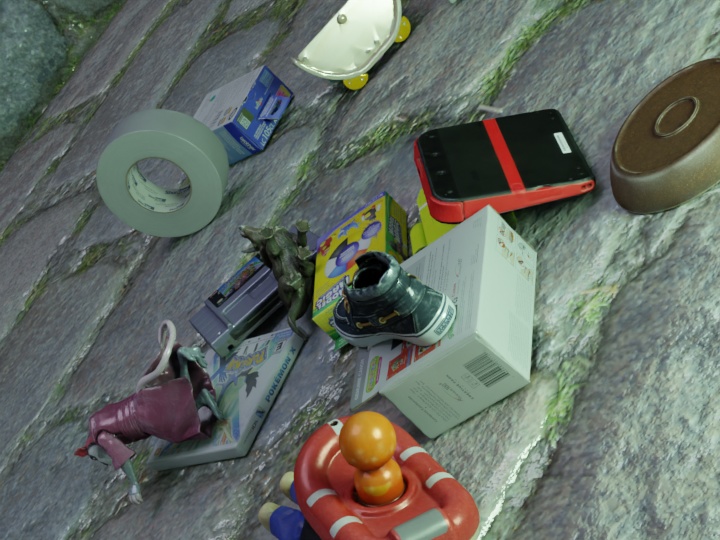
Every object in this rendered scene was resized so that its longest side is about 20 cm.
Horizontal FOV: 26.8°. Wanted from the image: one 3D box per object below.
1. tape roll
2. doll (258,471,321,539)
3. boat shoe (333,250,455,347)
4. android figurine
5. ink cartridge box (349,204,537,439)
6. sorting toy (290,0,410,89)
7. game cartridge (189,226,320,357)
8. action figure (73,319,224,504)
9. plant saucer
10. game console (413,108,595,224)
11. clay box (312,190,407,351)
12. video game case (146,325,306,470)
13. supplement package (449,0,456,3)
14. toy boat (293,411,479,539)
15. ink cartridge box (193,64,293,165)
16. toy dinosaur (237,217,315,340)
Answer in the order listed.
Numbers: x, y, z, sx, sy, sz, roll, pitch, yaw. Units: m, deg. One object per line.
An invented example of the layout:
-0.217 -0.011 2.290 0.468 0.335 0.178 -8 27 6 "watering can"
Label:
-0.306 -0.150 2.344 0.200 0.200 0.066 -33 28 29 "tape roll"
-0.028 0.241 1.483 0.137 0.048 0.200 -55 25 -14 "doll"
0.010 0.023 1.496 0.071 0.091 0.200 -57 23 -18 "boat shoe"
0.126 -0.081 1.727 0.182 0.041 0.200 -40 26 16 "android figurine"
0.085 0.060 1.529 0.175 0.084 0.201 -33 27 31 "ink cartridge box"
-0.017 -0.366 2.333 0.200 0.107 0.180 -48 17 0 "sorting toy"
-0.132 0.022 1.976 0.200 0.038 0.130 -42 28 -7 "game cartridge"
-0.269 0.178 1.819 0.199 0.149 0.134 -25 36 14 "action figure"
0.324 -0.144 1.509 0.200 0.034 0.201 -36 27 21 "plant saucer"
0.152 -0.115 1.648 0.175 0.031 0.200 -9 29 -1 "game console"
0.000 0.000 1.800 0.115 0.048 0.201 -35 26 21 "clay box"
-0.167 0.159 1.866 0.199 0.022 0.183 -17 39 48 "video game case"
0.165 -0.541 2.226 0.199 0.147 0.192 -36 27 24 "supplement package"
0.014 0.183 1.350 0.130 0.132 0.200 -23 29 -18 "toy boat"
-0.198 -0.247 2.463 0.199 0.076 0.137 -20 36 48 "ink cartridge box"
-0.083 0.002 1.865 0.076 0.103 0.201 -24 63 -11 "toy dinosaur"
